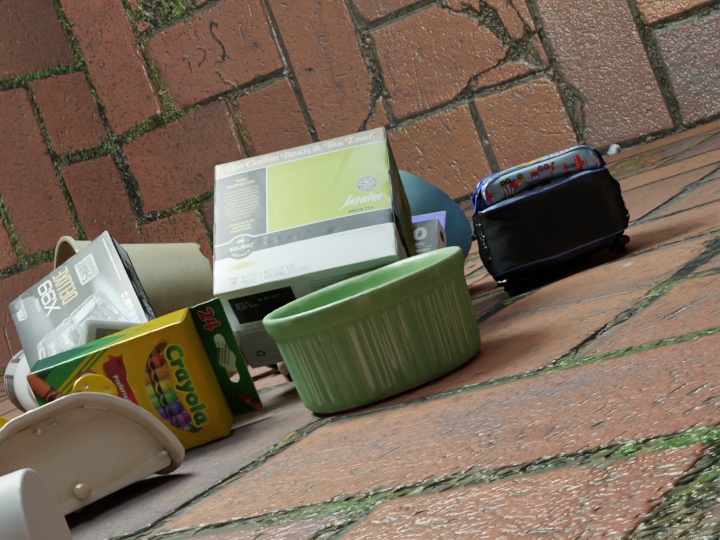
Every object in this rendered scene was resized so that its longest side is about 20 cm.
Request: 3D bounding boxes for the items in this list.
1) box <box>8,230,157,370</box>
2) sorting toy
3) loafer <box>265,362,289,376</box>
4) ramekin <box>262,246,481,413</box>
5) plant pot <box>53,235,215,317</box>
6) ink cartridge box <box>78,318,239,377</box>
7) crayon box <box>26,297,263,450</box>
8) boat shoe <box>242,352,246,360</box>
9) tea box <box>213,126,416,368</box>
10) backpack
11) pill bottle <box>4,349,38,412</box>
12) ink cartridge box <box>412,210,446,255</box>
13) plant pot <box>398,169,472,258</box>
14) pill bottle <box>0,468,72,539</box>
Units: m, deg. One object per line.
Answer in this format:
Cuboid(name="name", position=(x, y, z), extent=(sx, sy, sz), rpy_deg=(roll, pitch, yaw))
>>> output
Cuboid(name="box", position=(-0.327, 0.066, 1.725), extent=(0.157, 0.050, 0.200), rpy_deg=(-36, 43, 3))
Cuboid(name="sorting toy", position=(-0.287, 0.190, 1.302), extent=(0.199, 0.107, 0.180), rpy_deg=(-23, -14, -33))
Cuboid(name="loafer", position=(-0.097, 0.090, 1.715), extent=(0.063, 0.072, 0.200), rpy_deg=(-29, 9, -16))
Cuboid(name="ramekin", position=(0.017, 0.057, 1.351), extent=(0.198, 0.098, 0.200), rpy_deg=(-20, 5, 2))
Cuboid(name="plant pot", position=(-0.296, 0.042, 1.935), extent=(0.182, 0.202, 0.200), rpy_deg=(-9, -1, -25))
Cuboid(name="ink cartridge box", position=(-0.224, 0.097, 1.544), extent=(0.161, 0.051, 0.200), rpy_deg=(6, -16, -13))
Cuboid(name="crayon box", position=(-0.209, 0.119, 1.412), extent=(0.198, 0.128, 0.051), rpy_deg=(-20, 14, 7))
Cuboid(name="boat shoe", position=(-0.214, 0.120, 1.757), extent=(0.199, 0.073, 0.065), rpy_deg=(-35, 18, -2))
Cuboid(name="tea box", position=(-0.046, -0.026, 1.559), extent=(0.198, 0.134, 0.198), rpy_deg=(-12, 48, 9))
Cuboid(name="backpack", position=(0.219, -0.065, 1.729), extent=(0.181, 0.136, 0.200), rpy_deg=(-19, 1, 3))
Cuboid(name="pill bottle", position=(-0.475, 0.168, 2.188), extent=(0.110, 0.112, 0.200), rpy_deg=(-22, 4, -20))
Cuboid(name="ink cartridge box", position=(0.000, 0.000, 1.651), extent=(0.196, 0.044, 0.201), rpy_deg=(-10, 41, 12))
Cuboid(name="plant pot", position=(0.026, -0.014, 1.814), extent=(0.199, 0.200, 0.135), rpy_deg=(-16, 41, 47))
Cuboid(name="pill bottle", position=(-0.275, 0.197, 0.861), extent=(0.198, 0.115, 0.114), rpy_deg=(-20, 4, 0))
